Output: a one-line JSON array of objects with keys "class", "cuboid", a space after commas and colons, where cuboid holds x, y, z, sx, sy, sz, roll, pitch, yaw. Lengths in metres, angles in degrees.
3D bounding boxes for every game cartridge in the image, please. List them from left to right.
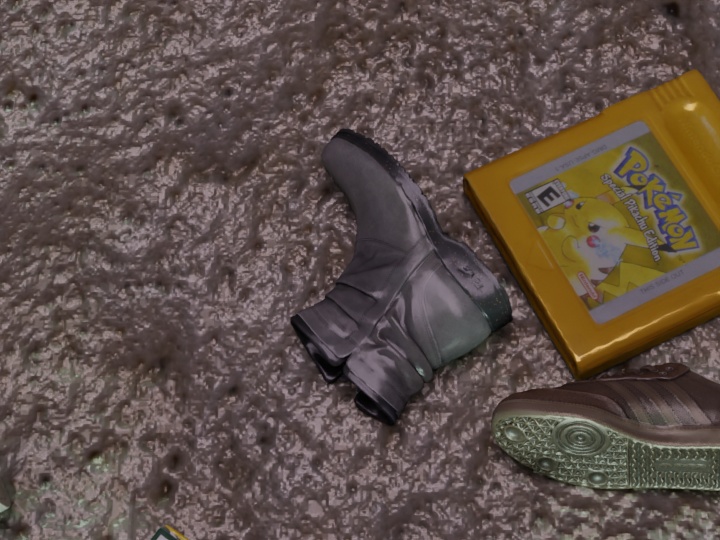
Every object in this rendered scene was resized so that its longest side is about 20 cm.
[{"class": "game cartridge", "cuboid": [0.199, -0.037, 1.152, 0.199, 0.032, 0.177, -26, 65, -8]}]

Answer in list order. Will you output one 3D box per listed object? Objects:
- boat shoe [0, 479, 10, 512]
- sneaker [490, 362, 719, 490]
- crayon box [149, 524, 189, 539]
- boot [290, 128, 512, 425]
[{"class": "boat shoe", "cuboid": [-0.311, 0.107, 1.091, 0.059, 0.072, 0.200, -42, 64, -10]}, {"class": "sneaker", "cuboid": [0.187, 0.099, 1.075, 0.198, 0.071, 0.076, 8, 45, 4]}, {"class": "crayon box", "cuboid": [-0.044, 0.252, 0.941, 0.199, 0.173, 0.058, 32, 66, 18]}, {"class": "boot", "cuboid": [0.000, 0.000, 1.128, 0.131, 0.070, 0.200, -37, 62, -8]}]
